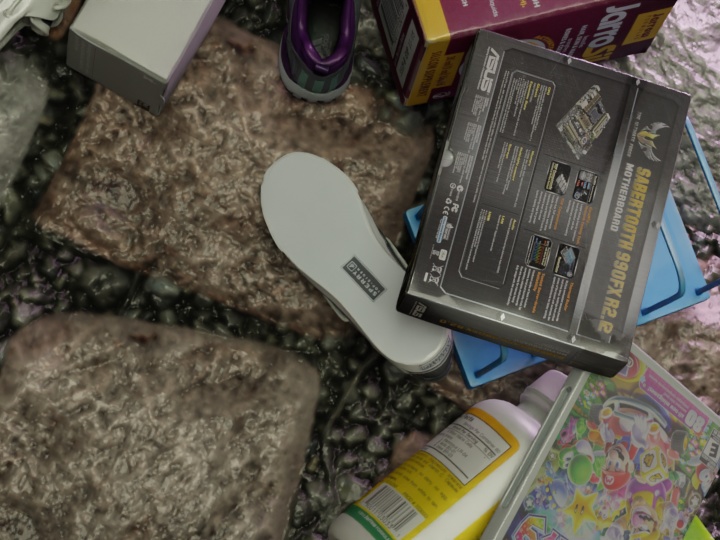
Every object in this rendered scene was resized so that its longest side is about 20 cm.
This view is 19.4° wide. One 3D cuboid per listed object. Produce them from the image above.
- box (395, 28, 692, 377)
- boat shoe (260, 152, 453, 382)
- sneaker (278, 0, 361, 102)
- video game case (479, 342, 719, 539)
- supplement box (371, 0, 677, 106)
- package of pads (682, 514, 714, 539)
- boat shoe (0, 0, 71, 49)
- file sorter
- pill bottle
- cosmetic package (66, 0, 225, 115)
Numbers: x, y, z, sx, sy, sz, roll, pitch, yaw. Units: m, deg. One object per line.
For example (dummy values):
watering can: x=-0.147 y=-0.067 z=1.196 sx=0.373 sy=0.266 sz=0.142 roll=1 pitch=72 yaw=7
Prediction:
box: x=0.125 y=-0.047 z=1.429 sx=0.157 sy=0.048 sz=0.201 roll=16 pitch=74 yaw=-4
boat shoe: x=0.000 y=0.000 z=1.520 sx=0.072 sy=0.068 sz=0.200 roll=-40 pitch=67 yaw=-5
sneaker: x=-0.019 y=-0.228 z=1.543 sx=0.074 sy=0.088 sz=0.202 roll=2 pitch=80 yaw=-9
video game case: x=0.168 y=0.159 z=1.448 sx=0.143 sy=0.018 sz=0.201 roll=38 pitch=73 yaw=-27
supplement box: x=0.118 y=-0.206 z=1.535 sx=0.198 sy=0.131 sz=0.104 roll=-14 pitch=75 yaw=-10
package of pads: x=0.220 y=0.280 z=1.506 sx=0.154 sy=0.068 sz=0.200 roll=-37 pitch=87 yaw=-14
boat shoe: x=-0.242 y=-0.198 z=1.518 sx=0.200 sy=0.074 sz=0.065 roll=-43 pitch=94 yaw=-3
file sorter: x=0.155 y=-0.019 z=1.518 sx=0.199 sy=0.123 sz=0.140 roll=-19 pitch=84 yaw=-12
pill bottle: x=0.085 y=0.163 z=1.481 sx=0.200 sy=0.113 sz=0.113 roll=-38 pitch=88 yaw=-13
cosmetic package: x=-0.130 y=-0.223 z=1.517 sx=0.090 sy=0.107 sz=0.201 roll=31 pitch=75 yaw=-3
